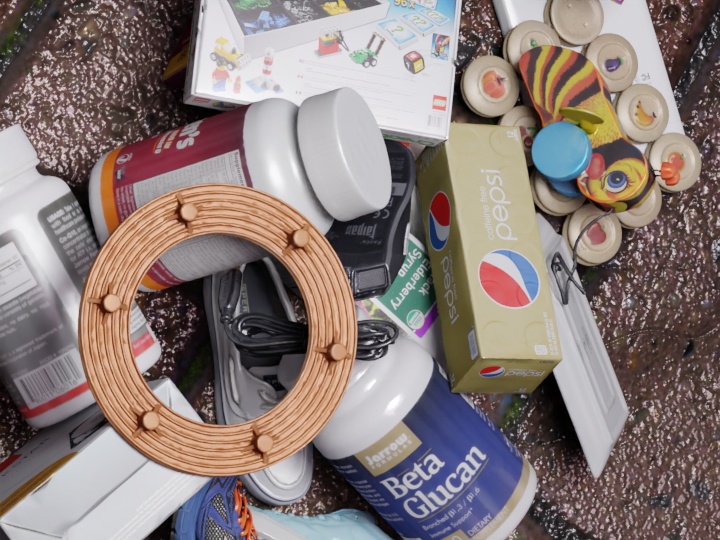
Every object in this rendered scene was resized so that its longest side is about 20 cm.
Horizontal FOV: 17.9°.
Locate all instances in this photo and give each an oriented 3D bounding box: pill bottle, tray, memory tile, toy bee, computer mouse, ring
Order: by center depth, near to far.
[{"bbox_3d":[-0.093,0.040,1.553,0.200,0.019,0.201,2,84,-22],"label":"ring"},{"bbox_3d":[-0.086,-0.061,1.648,0.110,0.200,0.110,50,31,-46],"label":"pill bottle"},{"bbox_3d":[-0.240,0.003,1.662,0.114,0.114,0.200,-32,97,-23],"label":"pill bottle"},{"bbox_3d":[-0.030,-0.009,1.696,0.140,0.046,0.200,-1,54,12],"label":"computer mouse"},{"bbox_3d":[0.032,0.122,1.722,0.200,0.111,0.111,47,69,-20],"label":"pill bottle"},{"bbox_3d":[0.195,-0.087,1.810,0.108,0.131,0.201,-13,95,14],"label":"toy bee"},{"bbox_3d":[0.172,0.057,1.834,0.200,0.022,0.107,68,23,-11],"label":"tray"},{"bbox_3d":[0.184,-0.120,1.881,0.153,0.017,0.200,-39,99,-21],"label":"memory tile"}]

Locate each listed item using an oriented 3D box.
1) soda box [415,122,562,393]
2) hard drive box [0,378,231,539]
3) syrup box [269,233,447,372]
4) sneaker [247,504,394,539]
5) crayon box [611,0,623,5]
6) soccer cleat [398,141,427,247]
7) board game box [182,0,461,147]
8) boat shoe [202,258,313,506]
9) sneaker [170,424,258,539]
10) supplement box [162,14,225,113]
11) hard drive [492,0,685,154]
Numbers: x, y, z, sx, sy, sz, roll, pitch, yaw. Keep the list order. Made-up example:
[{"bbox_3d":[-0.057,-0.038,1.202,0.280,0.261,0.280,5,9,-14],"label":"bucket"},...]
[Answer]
[{"bbox_3d":[0.094,-0.010,1.720,0.068,0.064,0.200,2,63,-20],"label":"soda box"},{"bbox_3d":[-0.200,0.157,1.615,0.156,0.200,0.077,-40,100,-22],"label":"hard drive box"},{"bbox_3d":[0.000,0.000,1.782,0.200,0.081,0.079,42,72,-13],"label":"syrup box"},{"bbox_3d":[-0.029,0.216,1.765,0.200,0.074,0.082,28,43,-13],"label":"sneaker"},{"bbox_3d":[0.131,-0.318,1.834,0.200,0.058,0.173,21,37,-21],"label":"crayon box"},{"bbox_3d":[0.042,-0.070,1.819,0.069,0.078,0.200,-33,78,-28],"label":"soccer cleat"},{"bbox_3d":[-0.026,-0.171,1.697,0.200,0.035,0.127,9,79,-17],"label":"board game box"},{"bbox_3d":[-0.075,0.083,1.750,0.073,0.065,0.200,-17,92,-24],"label":"boat shoe"},{"bbox_3d":[-0.098,0.202,1.682,0.078,0.075,0.200,10,118,2],"label":"sneaker"},{"bbox_3d":[-0.048,-0.210,1.772,0.131,0.103,0.200,29,75,-15],"label":"supplement box"},{"bbox_3d":[0.186,-0.186,1.911,0.132,0.027,0.200,-18,92,-23],"label":"hard drive"}]
